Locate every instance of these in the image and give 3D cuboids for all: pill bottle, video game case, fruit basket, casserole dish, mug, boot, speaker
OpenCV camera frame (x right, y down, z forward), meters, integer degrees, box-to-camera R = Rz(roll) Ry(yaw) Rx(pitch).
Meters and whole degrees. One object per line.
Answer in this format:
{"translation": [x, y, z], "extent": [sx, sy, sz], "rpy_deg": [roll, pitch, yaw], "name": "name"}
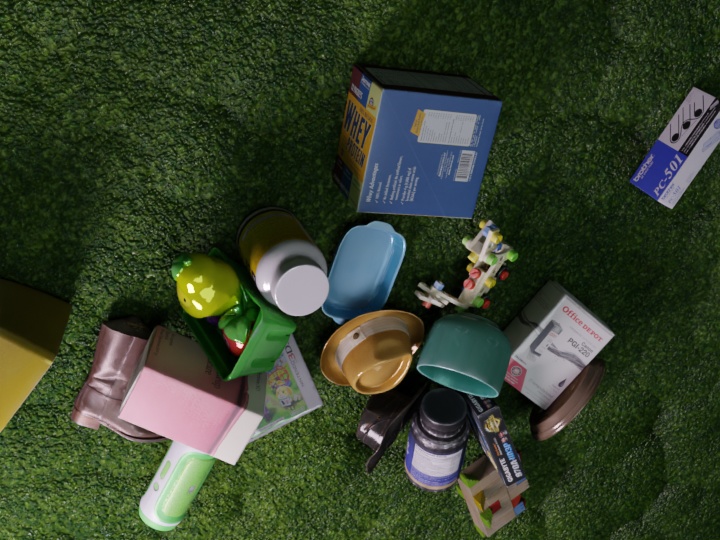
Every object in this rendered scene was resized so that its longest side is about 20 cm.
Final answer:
{"translation": [-0.118, -0.013, 1.456], "extent": [0.112, 0.200, 0.113], "rpy_deg": [-9, 118, -17], "name": "pill bottle"}
{"translation": [-0.186, 0.189, 1.585], "extent": [0.200, 0.022, 0.182], "rpy_deg": [-25, 95, -15], "name": "video game case"}
{"translation": [-0.223, 0.054, 1.454], "extent": [0.215, 0.216, 0.156], "rpy_deg": [22, 109, -28], "name": "fruit basket"}
{"translation": [0.000, 0.000, 1.606], "extent": [0.121, 0.039, 0.200], "rpy_deg": [10, 114, -25], "name": "casserole dish"}
{"translation": [0.145, 0.315, 1.758], "extent": [0.112, 0.112, 0.200], "rpy_deg": [-10, 135, -15], "name": "pill bottle"}
{"translation": [0.176, 0.141, 1.668], "extent": [0.152, 0.185, 0.115], "rpy_deg": [41, 65, -50], "name": "mug"}
{"translation": [-0.365, 0.179, 1.559], "extent": [0.186, 0.064, 0.200], "rpy_deg": [17, 105, -29], "name": "boot"}
{"translation": [-0.316, 0.359, 1.655], "extent": [0.088, 0.088, 0.200], "rpy_deg": [21, 108, -28], "name": "speaker"}

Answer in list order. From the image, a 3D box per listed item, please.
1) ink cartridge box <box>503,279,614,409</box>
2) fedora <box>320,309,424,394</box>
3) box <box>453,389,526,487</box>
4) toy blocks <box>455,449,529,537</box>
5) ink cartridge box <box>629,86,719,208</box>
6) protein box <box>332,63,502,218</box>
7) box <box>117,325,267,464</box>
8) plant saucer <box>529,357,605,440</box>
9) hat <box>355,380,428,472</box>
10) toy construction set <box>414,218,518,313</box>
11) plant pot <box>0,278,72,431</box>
{"translation": [0.355, 0.140, 1.775], "extent": [0.146, 0.085, 0.200], "rpy_deg": [36, 99, -22], "name": "ink cartridge box"}
{"translation": [0.030, 0.156, 1.650], "extent": [0.200, 0.082, 0.201], "rpy_deg": [-14, 137, -13], "name": "fedora"}
{"translation": [0.237, 0.288, 1.776], "extent": [0.046, 0.159, 0.200], "rpy_deg": [-27, 123, -4], "name": "box"}
{"translation": [0.282, 0.446, 1.928], "extent": [0.137, 0.100, 0.200], "rpy_deg": [-31, 123, -15], "name": "toy blocks"}
{"translation": [0.572, -0.217, 1.666], "extent": [0.044, 0.094, 0.200], "rpy_deg": [23, 107, -29], "name": "ink cartridge box"}
{"translation": [0.084, -0.201, 1.470], "extent": [0.199, 0.135, 0.199], "rpy_deg": [2, 117, -21], "name": "protein box"}
{"translation": [-0.258, 0.193, 1.468], "extent": [0.200, 0.128, 0.109], "rpy_deg": [25, 113, -15], "name": "box"}
{"translation": [0.389, 0.240, 1.801], "extent": [0.029, 0.200, 0.200], "rpy_deg": [39, 100, -3], "name": "plant saucer"}
{"translation": [0.043, 0.269, 1.734], "extent": [0.081, 0.201, 0.201], "rpy_deg": [33, 107, 14], "name": "hat"}
{"translation": [0.194, 0.006, 1.646], "extent": [0.200, 0.092, 0.131], "rpy_deg": [-45, 152, 19], "name": "toy construction set"}
{"translation": [-0.564, 0.115, 1.377], "extent": [0.176, 0.200, 0.200], "rpy_deg": [35, 101, -21], "name": "plant pot"}
